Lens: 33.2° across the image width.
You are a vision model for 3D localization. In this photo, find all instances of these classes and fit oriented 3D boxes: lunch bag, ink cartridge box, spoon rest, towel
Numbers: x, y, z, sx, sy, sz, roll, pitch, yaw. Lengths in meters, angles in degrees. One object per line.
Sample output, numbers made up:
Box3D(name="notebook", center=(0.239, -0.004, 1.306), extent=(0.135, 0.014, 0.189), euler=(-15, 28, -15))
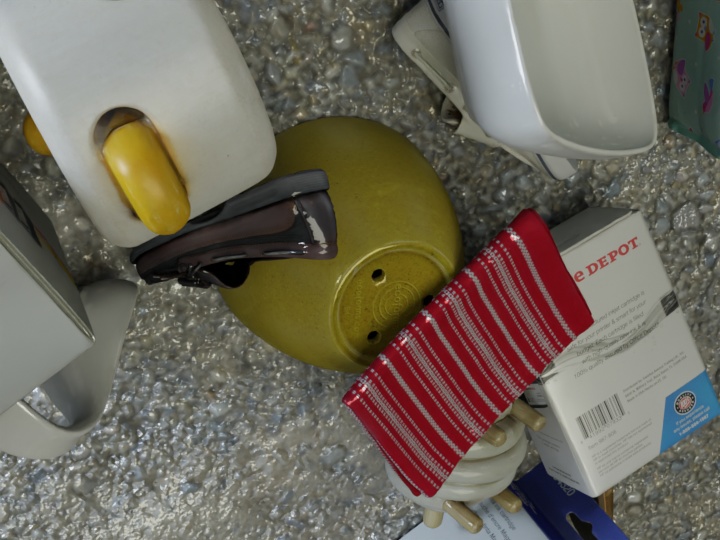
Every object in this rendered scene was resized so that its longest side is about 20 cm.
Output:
Box3D(name="lunch bag", center=(0.367, -0.192, 0.995), extent=(0.200, 0.122, 0.171), euler=(-9, 115, -13))
Box3D(name="ink cartridge box", center=(0.131, 0.263, 1.058), extent=(0.200, 0.196, 0.043), euler=(-39, 123, -2))
Box3D(name="spoon rest", center=(-0.200, 0.069, 0.835), extent=(0.099, 0.200, 0.061), euler=(-41, 105, 19))
Box3D(name="towel", center=(0.086, 0.064, 0.892), extent=(0.200, 0.022, 0.145), euler=(-45, 134, -12))
Box3D(name="ink cartridge box", center=(-0.280, 0.000, 0.764), extent=(0.145, 0.200, 0.145), euler=(-37, 121, -3))
Box3D(name="ink cartridge box", center=(0.197, 0.064, 1.024), extent=(0.144, 0.084, 0.200), euler=(-29, 104, -16))

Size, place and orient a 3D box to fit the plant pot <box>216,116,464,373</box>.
Box3D(name="plant pot", center=(0.000, 0.000, 0.915), extent=(0.200, 0.142, 0.200), euler=(-9, 117, -19))

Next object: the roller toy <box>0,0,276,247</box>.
Box3D(name="roller toy", center=(-0.150, -0.113, 0.775), extent=(0.140, 0.182, 0.200), euler=(-29, 88, -7))

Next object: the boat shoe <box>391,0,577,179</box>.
Box3D(name="boat shoe", center=(0.097, -0.134, 0.947), extent=(0.070, 0.071, 0.200), euler=(-29, 129, 24))

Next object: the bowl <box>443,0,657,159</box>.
Box3D(name="bowl", center=(0.130, -0.171, 0.872), extent=(0.200, 0.075, 0.200), euler=(-3, 78, -51))

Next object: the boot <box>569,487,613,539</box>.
Box3D(name="boot", center=(0.230, 0.173, 1.136), extent=(0.075, 0.074, 0.200), euler=(-17, 116, -22))

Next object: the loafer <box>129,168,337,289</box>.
Box3D(name="loafer", center=(-0.093, -0.013, 0.848), extent=(0.072, 0.200, 0.063), euler=(-17, 87, -47))

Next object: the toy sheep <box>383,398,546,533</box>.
Box3D(name="toy sheep", center=(0.079, 0.143, 1.021), extent=(0.138, 0.138, 0.200), euler=(2, 118, -23))
